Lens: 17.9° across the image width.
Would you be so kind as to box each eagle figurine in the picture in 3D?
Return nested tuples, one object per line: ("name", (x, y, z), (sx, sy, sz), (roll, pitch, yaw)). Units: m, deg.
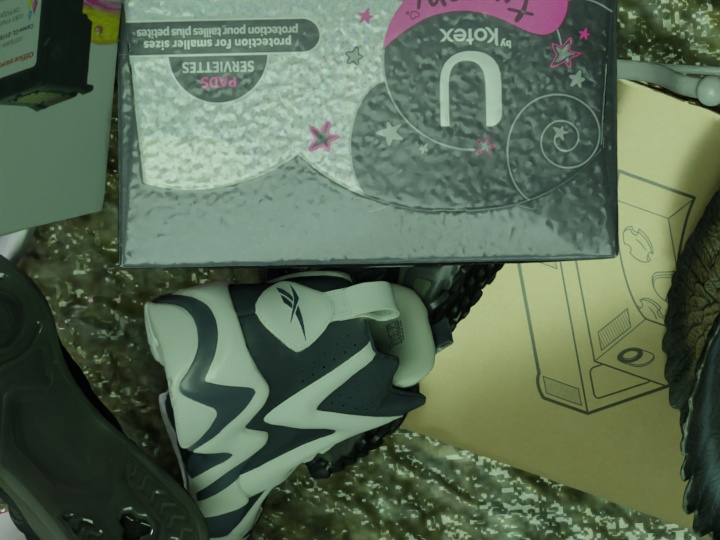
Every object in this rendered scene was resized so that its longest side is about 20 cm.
("eagle figurine", (0.194, 0.006, 0.979), (0.200, 0.152, 0.151), (-36, 57, 16))

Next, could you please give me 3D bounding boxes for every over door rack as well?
("over door rack", (0.181, -0.149, 1.006), (0.200, 0.067, 0.148), (1, 105, -1))

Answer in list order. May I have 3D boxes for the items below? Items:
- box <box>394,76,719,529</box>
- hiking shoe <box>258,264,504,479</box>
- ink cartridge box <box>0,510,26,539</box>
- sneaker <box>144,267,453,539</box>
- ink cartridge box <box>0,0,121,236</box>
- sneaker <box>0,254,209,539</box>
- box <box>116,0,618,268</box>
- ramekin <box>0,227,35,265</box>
("box", (0.120, 0.008, 1.091), (0.163, 0.021, 0.200), (20, 107, 1))
("hiking shoe", (0.000, 0.000, 1.064), (0.101, 0.076, 0.200), (38, 113, 14))
("ink cartridge box", (-0.145, 0.222, 1.148), (0.146, 0.083, 0.200), (-16, 104, 9))
("sneaker", (-0.022, 0.057, 1.014), (0.129, 0.080, 0.199), (-14, 147, -7))
("ink cartridge box", (-0.165, -0.130, 0.890), (0.146, 0.083, 0.200), (31, 124, 38))
("sneaker", (-0.143, 0.077, 1.005), (0.076, 0.114, 0.199), (-38, 77, -21))
("box", (0.002, -0.068, 0.941), (0.200, 0.115, 0.132), (-1, 92, -2))
("ramekin", (-0.235, -0.069, 1.060), (0.200, 0.105, 0.201), (1, 106, 4))
